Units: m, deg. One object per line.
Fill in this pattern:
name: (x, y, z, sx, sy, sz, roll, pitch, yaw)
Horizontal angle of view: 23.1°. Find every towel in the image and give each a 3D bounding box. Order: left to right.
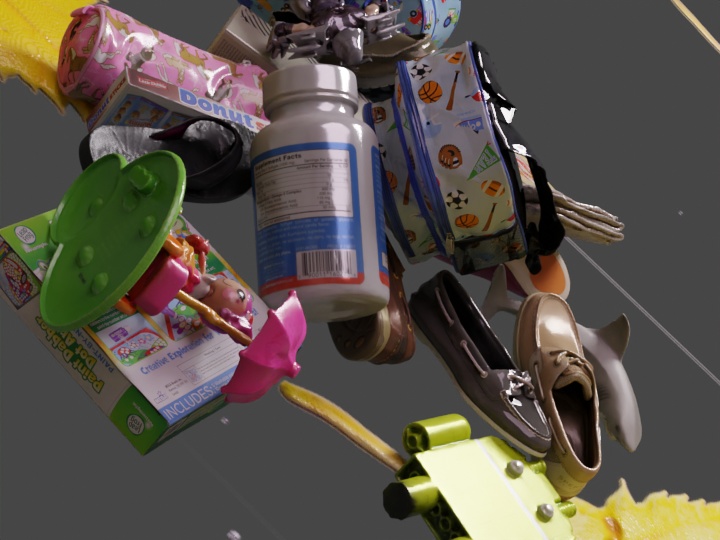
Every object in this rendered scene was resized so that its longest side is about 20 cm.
towel: (0.152, -0.064, 1.737, 0.199, 0.035, 0.132, 12, -5, 45)

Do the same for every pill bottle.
pill bottle: (-0.036, -0.064, 1.481, 0.112, 0.112, 0.202, 9, 71, -42)

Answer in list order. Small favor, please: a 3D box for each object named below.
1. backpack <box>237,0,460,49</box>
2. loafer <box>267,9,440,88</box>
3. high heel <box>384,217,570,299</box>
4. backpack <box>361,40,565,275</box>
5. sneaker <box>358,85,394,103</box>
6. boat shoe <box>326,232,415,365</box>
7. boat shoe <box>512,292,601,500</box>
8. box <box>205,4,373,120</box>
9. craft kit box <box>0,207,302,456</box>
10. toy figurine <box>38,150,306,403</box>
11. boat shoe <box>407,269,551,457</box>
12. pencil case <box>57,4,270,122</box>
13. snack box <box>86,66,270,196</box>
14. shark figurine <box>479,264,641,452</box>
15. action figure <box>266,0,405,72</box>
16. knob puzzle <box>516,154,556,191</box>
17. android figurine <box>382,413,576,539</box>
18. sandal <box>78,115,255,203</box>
backpack: (-0.005, -0.283, 1.826, 0.200, 0.182, 0.135, 47, 32, -6)
loafer: (-0.016, -0.223, 1.731, 0.198, 0.070, 0.075, 4, 25, 27)
high heel: (0.117, -0.016, 1.735, 0.199, 0.095, 0.068, 24, 72, -38)
backpack: (0.080, -0.105, 1.561, 0.191, 0.153, 0.202, 80, -8, -65)
sneaker: (0.048, -0.168, 1.762, 0.078, 0.080, 0.200, -19, 36, -33)
boat shoe: (0.000, 0.000, 1.573, 0.067, 0.072, 0.201, 19, 43, -40)
boat shoe: (0.187, 0.104, 1.597, 0.071, 0.065, 0.202, 8, 59, -25)
box: (-0.063, -0.157, 1.688, 0.199, 0.082, 0.069, 37, 29, -10)
craft kit box: (-0.168, 0.028, 1.369, 0.198, 0.049, 0.200, 49, 31, 9)
toy figurine: (-0.125, 0.018, 1.303, 0.184, 0.150, 0.200, 39, 3, -30)
boat shoe: (0.110, 0.079, 1.570, 0.067, 0.057, 0.200, 12, 31, -53)
pencil case: (-0.173, -0.168, 1.575, 0.199, 0.083, 0.087, 19, 38, -32)
snack box: (-0.138, -0.116, 1.556, 0.199, 0.072, 0.024, 19, 42, -33)
shark figurine: (0.211, 0.063, 1.710, 0.214, 0.090, 0.128, 43, 29, -1)
action figure: (-0.035, -0.244, 1.657, 0.129, 0.070, 0.201, -6, 41, -23)
knob puzzle: (0.131, -0.122, 1.870, 0.219, 0.031, 0.220, 37, 12, -9)
android figurine: (0.107, 0.198, 1.464, 0.199, 0.041, 0.183, -5, 53, -49)
sandal: (-0.142, -0.094, 1.455, 0.200, 0.048, 0.076, -11, 74, -51)
